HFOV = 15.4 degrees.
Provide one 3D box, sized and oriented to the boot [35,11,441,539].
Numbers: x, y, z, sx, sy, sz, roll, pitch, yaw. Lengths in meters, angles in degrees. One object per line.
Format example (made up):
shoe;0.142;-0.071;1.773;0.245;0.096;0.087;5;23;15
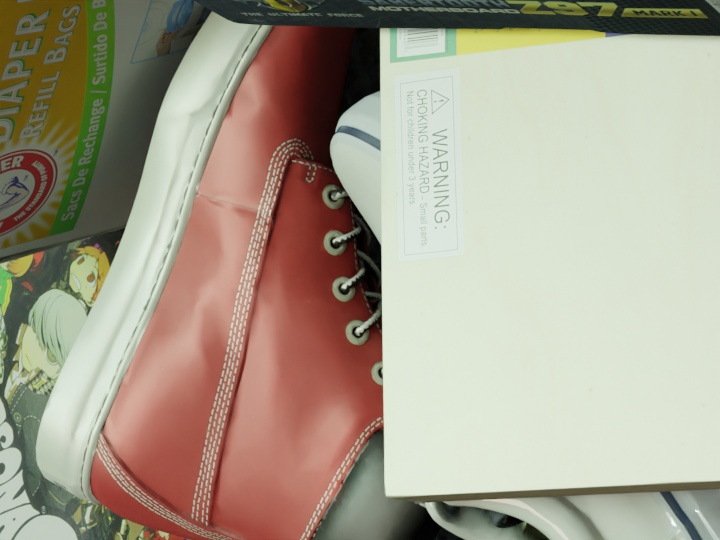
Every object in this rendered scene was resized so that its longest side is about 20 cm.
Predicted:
boot;0.000;0.000;0.824;0.144;0.072;0.200;21;94;17

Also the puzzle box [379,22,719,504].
puzzle box;0.069;-0.041;0.699;0.133;0.025;0.201;-5;79;27

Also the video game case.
video game case;-0.091;0.069;0.933;0.181;0.036;0.200;-33;70;41

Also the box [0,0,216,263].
box;-0.107;-0.110;0.816;0.113;0.101;0.200;48;135;28

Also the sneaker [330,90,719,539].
sneaker;0.042;0.036;0.744;0.200;0.071;0.073;53;166;20

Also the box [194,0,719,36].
box;0.051;-0.143;0.682;0.200;0.051;0.158;5;81;27
